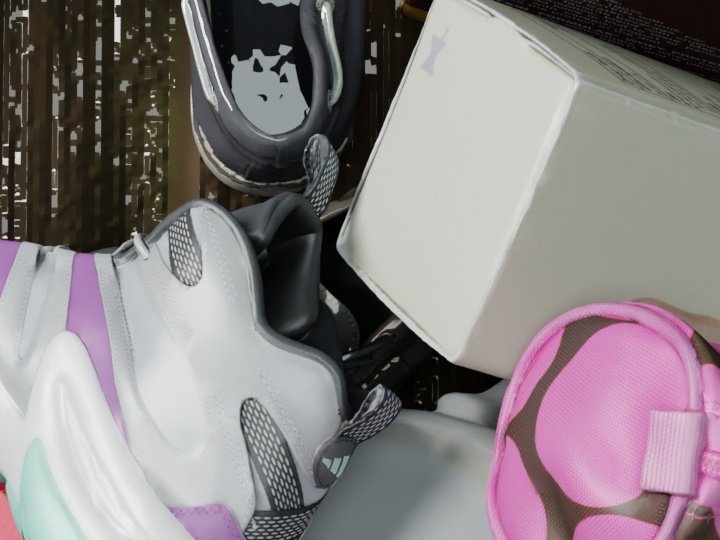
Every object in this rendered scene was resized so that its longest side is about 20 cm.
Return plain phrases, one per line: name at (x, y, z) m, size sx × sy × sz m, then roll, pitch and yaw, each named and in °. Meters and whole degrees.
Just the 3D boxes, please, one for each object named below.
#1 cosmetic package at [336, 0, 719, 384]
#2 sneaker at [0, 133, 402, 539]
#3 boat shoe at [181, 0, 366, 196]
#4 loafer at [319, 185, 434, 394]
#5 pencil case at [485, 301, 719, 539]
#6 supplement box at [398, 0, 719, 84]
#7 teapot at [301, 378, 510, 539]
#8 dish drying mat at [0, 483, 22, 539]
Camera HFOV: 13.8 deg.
cosmetic package at (0.108, -0.002, 0.846) m, size 0.199 × 0.103 × 0.088 m, roll 18°, pitch 103°, yaw -24°
sneaker at (-0.064, 0.008, 0.851) m, size 0.140 × 0.078 × 0.200 m, roll -48°, pitch 58°, yaw -1°
boat shoe at (-0.025, -0.125, 0.915) m, size 0.072 × 0.063 × 0.201 m, roll 0°, pitch 86°, yaw -3°
loafer at (0.000, 0.000, 0.898) m, size 0.200 × 0.063 × 0.072 m, roll -34°, pitch 59°, yaw -7°
pencil case at (0.133, 0.074, 0.777) m, size 0.199 × 0.094 × 0.091 m, roll 21°, pitch 91°, yaw -26°
supplement box at (0.126, -0.124, 0.851) m, size 0.196 × 0.200 × 0.133 m, roll 17°, pitch 85°, yaw 0°
teapot at (0.021, 0.141, 0.859) m, size 0.200 × 0.146 × 0.198 m, roll -33°, pitch 53°, yaw 14°
dish drying mat at (-0.148, 0.029, 0.921) m, size 0.077 × 0.018 × 0.200 m, roll -35°, pitch 87°, yaw -5°
